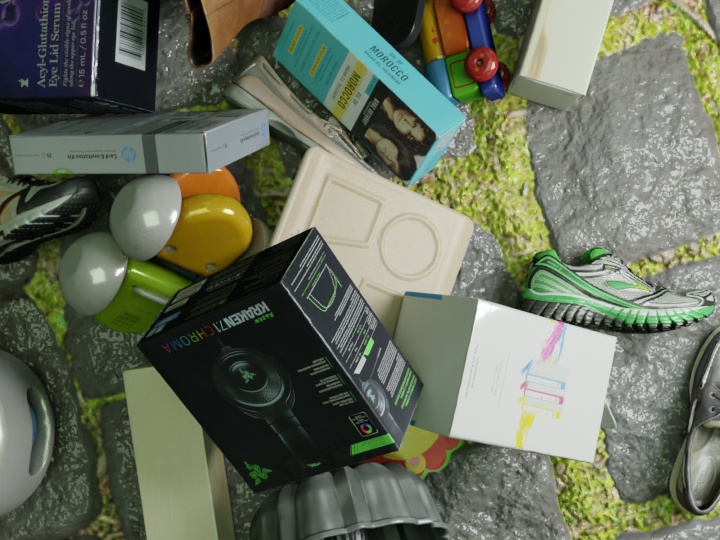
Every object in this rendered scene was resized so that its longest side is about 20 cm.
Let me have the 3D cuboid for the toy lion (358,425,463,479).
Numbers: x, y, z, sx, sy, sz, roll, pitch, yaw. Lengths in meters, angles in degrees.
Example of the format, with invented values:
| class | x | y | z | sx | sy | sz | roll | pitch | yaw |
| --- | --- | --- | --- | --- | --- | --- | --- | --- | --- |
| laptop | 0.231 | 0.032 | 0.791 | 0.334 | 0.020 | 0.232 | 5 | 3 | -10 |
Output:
| class | x | y | z | sx | sy | sz | roll | pitch | yaw |
| --- | --- | --- | --- | --- | --- | --- | --- | --- | --- |
| toy lion | 0.024 | 0.114 | 1.074 | 0.190 | 0.069 | 0.202 | 9 | 90 | -7 |

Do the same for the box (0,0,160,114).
| class | x | y | z | sx | sy | sz | roll | pitch | yaw |
| --- | --- | --- | --- | --- | --- | --- | --- | --- | --- |
| box | -0.305 | -0.232 | 1.016 | 0.198 | 0.104 | 0.149 | 2 | 91 | 23 |

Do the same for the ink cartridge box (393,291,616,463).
| class | x | y | z | sx | sy | sz | roll | pitch | yaw |
| --- | --- | --- | --- | --- | --- | --- | --- | --- | --- |
| ink cartridge box | 0.142 | 0.105 | 1.007 | 0.199 | 0.128 | 0.126 | 15 | 85 | -30 |

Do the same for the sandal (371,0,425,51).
| class | x | y | z | sx | sy | sz | roll | pitch | yaw |
| --- | --- | --- | --- | --- | --- | --- | --- | --- | --- |
| sandal | 0.042 | -0.320 | 1.045 | 0.075 | 0.045 | 0.202 | -4 | 70 | 38 |

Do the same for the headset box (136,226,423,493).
| class | x | y | z | sx | sy | sz | roll | pitch | yaw |
| --- | --- | --- | --- | --- | --- | --- | --- | --- | --- |
| headset box | -0.065 | 0.090 | 0.929 | 0.173 | 0.093 | 0.201 | -22 | 113 | 30 |

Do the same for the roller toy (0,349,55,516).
| class | x | y | z | sx | sy | sz | roll | pitch | yaw |
| --- | --- | --- | --- | --- | --- | --- | --- | --- | --- |
| roller toy | -0.408 | 0.166 | 1.032 | 0.182 | 0.140 | 0.200 | 42 | 93 | 11 |

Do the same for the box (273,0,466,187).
| class | x | y | z | sx | sy | sz | roll | pitch | yaw |
| --- | --- | --- | --- | --- | --- | --- | --- | --- | --- |
| box | 0.006 | -0.184 | 1.039 | 0.200 | 0.082 | 0.049 | 45 | 51 | 9 |

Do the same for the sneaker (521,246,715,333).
| class | x | y | z | sx | sy | sz | roll | pitch | yaw |
| --- | --- | --- | --- | --- | --- | --- | --- | --- | --- |
| sneaker | 0.266 | 0.019 | 1.061 | 0.198 | 0.078 | 0.086 | 6 | 82 | -4 |

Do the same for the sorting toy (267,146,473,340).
| class | x | y | z | sx | sy | sz | roll | pitch | yaw |
| --- | --- | --- | --- | --- | --- | --- | --- | --- | --- |
| sorting toy | 0.000 | 0.000 | 1.026 | 0.199 | 0.036 | 0.186 | 24 | 82 | -20 |

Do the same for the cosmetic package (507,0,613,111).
| class | x | y | z | sx | sy | sz | roll | pitch | yaw |
| --- | --- | --- | --- | --- | --- | --- | --- | --- | --- |
| cosmetic package | 0.213 | -0.272 | 1.047 | 0.071 | 0.105 | 0.202 | 17 | 89 | 2 |

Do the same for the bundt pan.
| class | x | y | z | sx | sy | sz | roll | pitch | yaw |
| --- | --- | --- | --- | --- | --- | --- | --- | --- | --- |
| bundt pan | -0.016 | 0.246 | 1.015 | 0.200 | 0.202 | 0.076 | -14 | 61 | 0 |

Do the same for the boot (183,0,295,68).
| class | x | y | z | sx | sy | sz | roll | pitch | yaw |
| --- | --- | --- | --- | --- | --- | --- | --- | --- | --- |
| boot | -0.122 | -0.313 | 0.976 | 0.068 | 0.200 | 0.190 | 16 | 126 | 19 |

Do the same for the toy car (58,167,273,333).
| class | x | y | z | sx | sy | sz | roll | pitch | yaw |
| --- | --- | --- | --- | --- | --- | --- | --- | --- | --- |
| toy car | -0.193 | -0.028 | 1.031 | 0.200 | 0.174 | 0.151 | -42 | 45 | 23 |

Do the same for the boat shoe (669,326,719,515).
| class | x | y | z | sx | sy | sz | roll | pitch | yaw |
| --- | --- | --- | --- | --- | --- | --- | --- | --- | --- |
| boat shoe | 0.370 | 0.156 | 1.066 | 0.071 | 0.065 | 0.202 | 17 | 90 | 2 |

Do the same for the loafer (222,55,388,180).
| class | x | y | z | sx | sy | sz | roll | pitch | yaw |
| --- | --- | --- | --- | --- | --- | --- | --- | --- | --- |
| loafer | -0.047 | -0.147 | 1.068 | 0.199 | 0.072 | 0.063 | 35 | 83 | 3 |

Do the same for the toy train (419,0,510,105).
| class | x | y | z | sx | sy | sz | roll | pitch | yaw |
| --- | --- | --- | --- | --- | --- | --- | --- | --- | --- |
| toy train | 0.076 | -0.264 | 1.067 | 0.115 | 0.085 | 0.202 | -13 | 85 | 17 |

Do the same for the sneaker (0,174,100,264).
| class | x | y | z | sx | sy | sz | roll | pitch | yaw |
| --- | --- | --- | --- | --- | --- | --- | --- | --- | --- |
| sneaker | -0.331 | -0.065 | 1.027 | 0.199 | 0.073 | 0.081 | -16 | 77 | 37 |

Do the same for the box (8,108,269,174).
| class | x | y | z | sx | sy | sz | roll | pitch | yaw |
| --- | --- | --- | --- | --- | --- | --- | --- | --- | --- |
| box | -0.207 | -0.125 | 0.997 | 0.198 | 0.156 | 0.042 | 2 | 106 | 15 |

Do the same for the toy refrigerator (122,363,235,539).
| class | x | y | z | sx | sy | sz | roll | pitch | yaw |
| --- | --- | --- | --- | --- | --- | --- | --- | --- | --- |
| toy refrigerator | -0.184 | 0.194 | 1.069 | 0.075 | 0.070 | 0.202 | -9 | 90 | 7 |
